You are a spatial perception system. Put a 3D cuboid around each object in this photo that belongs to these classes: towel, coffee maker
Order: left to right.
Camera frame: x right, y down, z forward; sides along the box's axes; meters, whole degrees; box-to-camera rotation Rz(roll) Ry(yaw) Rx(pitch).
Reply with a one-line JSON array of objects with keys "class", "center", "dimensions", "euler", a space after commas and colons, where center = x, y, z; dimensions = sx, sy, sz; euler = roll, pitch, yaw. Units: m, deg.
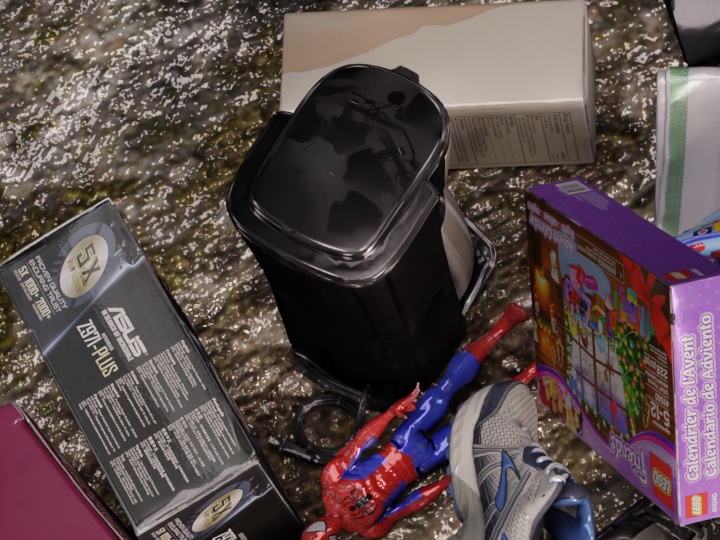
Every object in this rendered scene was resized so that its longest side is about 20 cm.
[{"class": "coffee maker", "center": [0.000, 0.000, 1.486], "dimensions": [0.133, 0.200, 0.194], "euler": [4, 68, 13]}, {"class": "towel", "center": [0.277, -0.050, 1.493], "dimensions": [0.198, 0.150, 0.031], "euler": [6, 33, 14]}]

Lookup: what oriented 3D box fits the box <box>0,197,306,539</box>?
[{"class": "box", "center": [-0.126, 0.083, 1.495], "dimensions": [0.086, 0.164, 0.201], "euler": [-30, 65, -3]}]

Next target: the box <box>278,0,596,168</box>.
[{"class": "box", "center": [0.052, -0.118, 1.584], "dimensions": [0.198, 0.095, 0.078], "euler": [-1, 67, 8]}]

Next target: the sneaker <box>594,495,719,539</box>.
[{"class": "sneaker", "center": [0.177, 0.167, 1.438], "dimensions": [0.070, 0.100, 0.200], "euler": [41, 79, 21]}]

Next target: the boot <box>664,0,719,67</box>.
[{"class": "boot", "center": [0.301, -0.172, 1.573], "dimensions": [0.198, 0.066, 0.166], "euler": [-13, 58, 2]}]

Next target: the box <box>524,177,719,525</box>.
[{"class": "box", "center": [0.149, 0.041, 1.363], "dimensions": [0.039, 0.200, 0.138], "euler": [-11, 109, -16]}]

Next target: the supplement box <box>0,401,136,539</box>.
[{"class": "supplement box", "center": [-0.180, 0.184, 1.443], "dimensions": [0.103, 0.200, 0.131], "euler": [-38, 65, -7]}]

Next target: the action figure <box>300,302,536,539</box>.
[{"class": "action figure", "center": [0.039, 0.105, 1.513], "dimensions": [0.200, 0.052, 0.066], "euler": [-42, 101, -6]}]

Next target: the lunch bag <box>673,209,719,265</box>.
[{"class": "lunch bag", "center": [0.261, -0.019, 1.411], "dimensions": [0.198, 0.150, 0.095], "euler": [-3, 100, 21]}]

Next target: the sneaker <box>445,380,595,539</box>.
[{"class": "sneaker", "center": [0.100, 0.140, 1.421], "dimensions": [0.085, 0.077, 0.201], "euler": [-20, 38, 24]}]

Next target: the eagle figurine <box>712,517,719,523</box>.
[{"class": "eagle figurine", "center": [0.254, 0.090, 1.416], "dimensions": [0.151, 0.152, 0.200], "euler": [-48, 25, -3]}]
